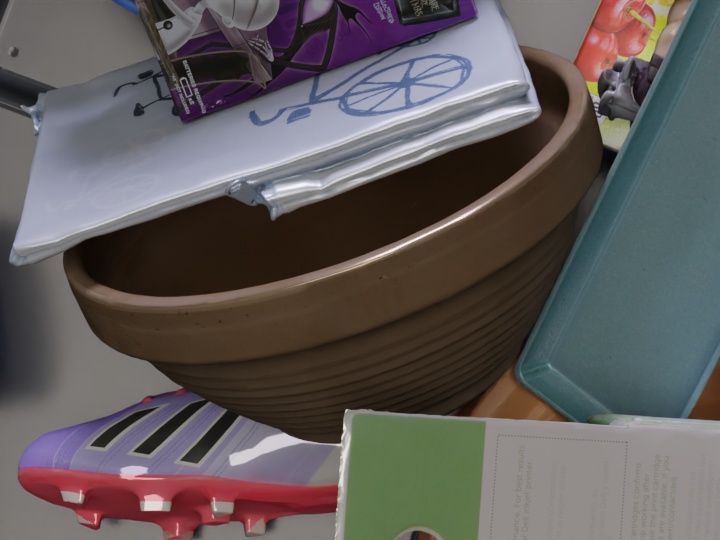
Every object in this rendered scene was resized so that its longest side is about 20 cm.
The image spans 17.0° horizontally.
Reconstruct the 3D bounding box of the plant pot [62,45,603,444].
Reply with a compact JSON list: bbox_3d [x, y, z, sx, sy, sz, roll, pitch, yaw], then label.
[{"bbox_3d":[0.000,0.000,0.885,0.201,0.201,0.093,-19,112,4],"label":"plant pot"}]

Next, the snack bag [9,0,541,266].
[{"bbox_3d":[-0.037,-0.061,0.906,0.200,0.189,0.021,-18,113,3],"label":"snack bag"}]

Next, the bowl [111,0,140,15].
[{"bbox_3d":[-0.038,-0.179,0.888,0.200,0.039,0.201,-3,113,-8],"label":"bowl"}]

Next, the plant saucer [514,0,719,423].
[{"bbox_3d":[0.120,-0.023,0.842,0.070,0.019,0.200,38,121,25],"label":"plant saucer"}]

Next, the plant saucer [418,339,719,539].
[{"bbox_3d":[0.122,0.110,0.921,0.200,0.032,0.200,1,87,-12],"label":"plant saucer"}]

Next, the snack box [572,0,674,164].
[{"bbox_3d":[0.189,-0.112,0.938,0.169,0.068,0.200,25,91,6],"label":"snack box"}]

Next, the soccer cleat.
[{"bbox_3d":[-0.035,0.064,0.956,0.200,0.067,0.077,-1,71,5],"label":"soccer cleat"}]

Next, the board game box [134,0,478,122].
[{"bbox_3d":[-0.044,-0.164,0.858,0.120,0.032,0.200,-22,113,-4],"label":"board game box"}]

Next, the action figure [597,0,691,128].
[{"bbox_3d":[0.153,-0.047,0.875,0.130,0.069,0.200,-7,89,15],"label":"action figure"}]

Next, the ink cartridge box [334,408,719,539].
[{"bbox_3d":[0.081,0.122,0.825,0.200,0.048,0.146,4,89,-13],"label":"ink cartridge box"}]
